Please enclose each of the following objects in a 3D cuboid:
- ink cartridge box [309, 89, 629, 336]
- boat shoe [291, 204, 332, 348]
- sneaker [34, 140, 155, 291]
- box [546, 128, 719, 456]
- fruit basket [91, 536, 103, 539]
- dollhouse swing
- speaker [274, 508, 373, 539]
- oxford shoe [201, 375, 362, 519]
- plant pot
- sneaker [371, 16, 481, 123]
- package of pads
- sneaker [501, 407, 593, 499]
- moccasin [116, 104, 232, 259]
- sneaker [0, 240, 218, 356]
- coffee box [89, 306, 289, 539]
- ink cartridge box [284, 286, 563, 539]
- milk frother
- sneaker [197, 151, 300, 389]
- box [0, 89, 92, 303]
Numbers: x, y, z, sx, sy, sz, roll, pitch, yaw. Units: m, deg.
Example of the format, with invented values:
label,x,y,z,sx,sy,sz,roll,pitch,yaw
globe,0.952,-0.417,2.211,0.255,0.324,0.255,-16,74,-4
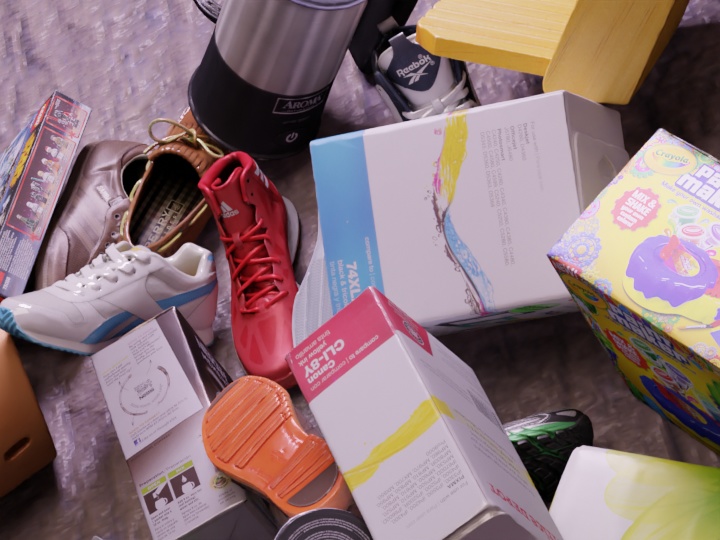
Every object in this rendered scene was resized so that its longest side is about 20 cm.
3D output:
label,x,y,z,sx,sy,sz,roll,pitch,yaw
ink cartridge box,0.088,-0.036,1.671,0.198,0.146,0.148,-10,83,22
boat shoe,0.000,0.000,1.780,0.073,0.067,0.202,-5,65,35
sneaker,-0.216,-0.028,1.918,0.075,0.071,0.201,-2,57,21
box,0.258,0.040,1.523,0.122,0.193,0.200,-46,48,-9
fruit basket,-0.122,0.299,1.564,0.093,0.187,0.199,-21,34,-37
dollhouse swing,0.163,-0.234,1.731,0.175,0.183,0.200,26,29,8
speaker,-0.025,0.233,1.527,0.080,0.200,0.082,1,61,-2
oxford shoe,-0.049,0.137,1.584,0.071,0.073,0.200,-44,34,-3
plant pot,-0.327,0.111,1.810,0.139,0.201,0.201,-21,47,-10
sneaker,0.061,-0.124,1.794,0.079,0.130,0.200,-27,48,9
package of pads,0.182,0.221,1.517,0.153,0.068,0.201,8,61,31
sneaker,0.071,0.127,1.640,0.198,0.078,0.086,-14,50,20
moccasin,-0.149,-0.080,1.896,0.073,0.078,0.202,26,58,9
sneaker,-0.197,0.020,1.785,0.076,0.199,0.082,19,106,44
coffee box,-0.121,0.142,1.711,0.079,0.113,0.201,-30,48,5
ink cartridge box,0.049,0.130,1.503,0.083,0.145,0.201,-37,49,10
milk frother,-0.071,-0.234,1.880,0.200,0.189,0.180,44,50,15
sneaker,-0.092,-0.007,1.802,0.078,0.116,0.201,-24,49,11
box,-0.296,-0.038,1.938,0.137,0.040,0.201,-38,30,54
